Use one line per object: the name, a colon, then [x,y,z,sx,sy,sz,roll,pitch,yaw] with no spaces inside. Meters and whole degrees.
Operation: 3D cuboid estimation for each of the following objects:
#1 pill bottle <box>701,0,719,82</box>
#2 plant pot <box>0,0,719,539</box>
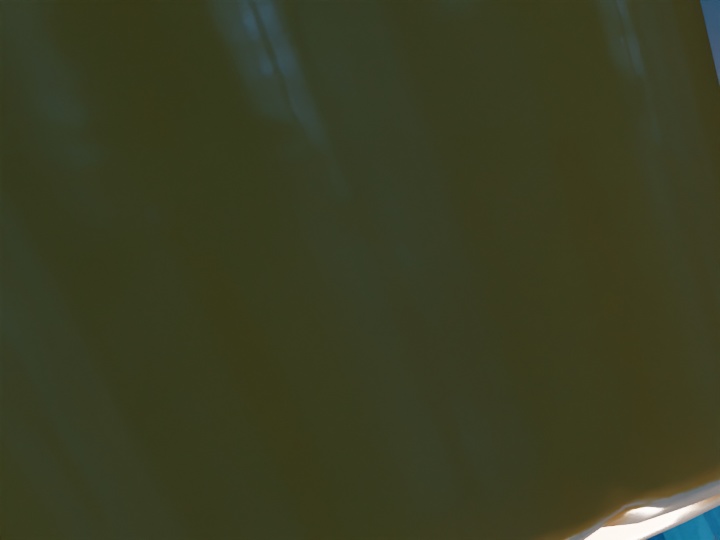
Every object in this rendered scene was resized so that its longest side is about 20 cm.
pill bottle: [0.136,-0.070,0.700,0.200,0.120,0.120,-23,170,-4]
plant pot: [-0.020,-0.027,0.390,0.200,0.184,0.200,-23,170,-4]
